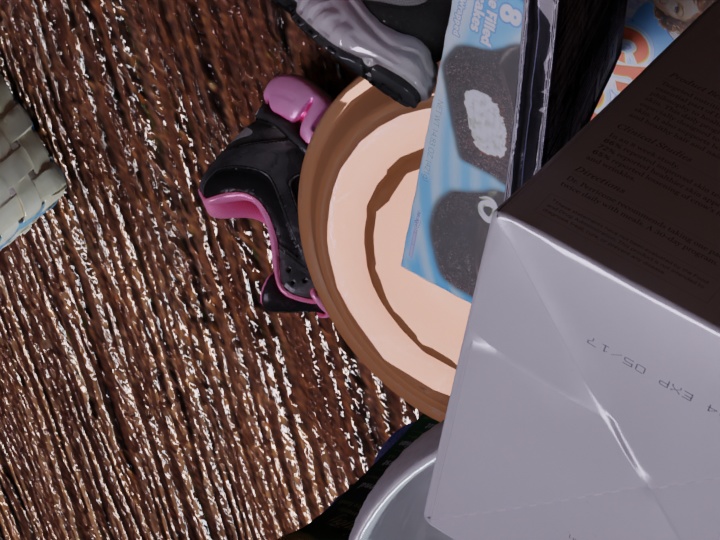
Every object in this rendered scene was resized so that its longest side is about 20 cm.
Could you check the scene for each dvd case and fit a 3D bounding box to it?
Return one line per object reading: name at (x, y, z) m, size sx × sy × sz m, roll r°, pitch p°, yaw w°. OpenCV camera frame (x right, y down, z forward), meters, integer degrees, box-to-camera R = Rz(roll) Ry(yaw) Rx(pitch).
dvd case at (0.077, -0.131, 0.801) m, size 0.016 × 0.149 × 0.201 m, roll 12°, pitch 124°, yaw 12°

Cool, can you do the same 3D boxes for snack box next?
snack box at (0.087, -0.063, 0.962) m, size 0.116 × 0.037 × 0.201 m, roll 28°, pitch 129°, yaw 24°

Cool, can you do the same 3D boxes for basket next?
basket at (-0.295, -0.043, 1.495) m, size 0.200 × 0.176 × 0.139 m, roll -22°, pitch 106°, yaw 42°

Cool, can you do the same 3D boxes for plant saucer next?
plant saucer at (0.060, -0.007, 1.066) m, size 0.200 × 0.032 × 0.201 m, roll 14°, pitch 124°, yaw 23°

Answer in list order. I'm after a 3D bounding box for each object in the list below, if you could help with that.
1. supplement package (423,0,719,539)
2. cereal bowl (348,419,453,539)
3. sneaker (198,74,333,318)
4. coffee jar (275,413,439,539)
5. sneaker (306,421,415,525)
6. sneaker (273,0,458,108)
supplement package at (0.146, 0.018, 0.820) m, size 0.152 × 0.200 × 0.151 m, roll 29°, pitch 136°, yaw 19°
cereal bowl at (0.091, 0.138, 1.066) m, size 0.200 × 0.200 × 0.083 m, roll 60°, pitch -166°, yaw -19°
sneaker at (0.000, 0.000, 1.166) m, size 0.200 × 0.095 × 0.079 m, roll 45°, pitch 169°, yaw 14°
coffee jar at (0.027, 0.143, 1.199) m, size 0.085 × 0.200 × 0.105 m, roll 21°, pitch 141°, yaw 43°
sneaker at (0.009, 0.158, 1.376) m, size 0.115 × 0.081 × 0.200 m, roll 30°, pitch 148°, yaw 30°
sneaker at (-0.006, -0.141, 1.045) m, size 0.074 × 0.079 × 0.200 m, roll 33°, pitch -173°, yaw -38°
